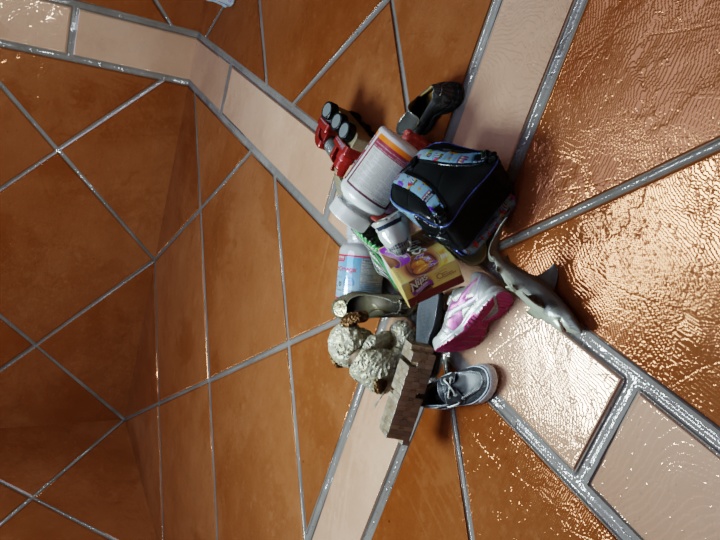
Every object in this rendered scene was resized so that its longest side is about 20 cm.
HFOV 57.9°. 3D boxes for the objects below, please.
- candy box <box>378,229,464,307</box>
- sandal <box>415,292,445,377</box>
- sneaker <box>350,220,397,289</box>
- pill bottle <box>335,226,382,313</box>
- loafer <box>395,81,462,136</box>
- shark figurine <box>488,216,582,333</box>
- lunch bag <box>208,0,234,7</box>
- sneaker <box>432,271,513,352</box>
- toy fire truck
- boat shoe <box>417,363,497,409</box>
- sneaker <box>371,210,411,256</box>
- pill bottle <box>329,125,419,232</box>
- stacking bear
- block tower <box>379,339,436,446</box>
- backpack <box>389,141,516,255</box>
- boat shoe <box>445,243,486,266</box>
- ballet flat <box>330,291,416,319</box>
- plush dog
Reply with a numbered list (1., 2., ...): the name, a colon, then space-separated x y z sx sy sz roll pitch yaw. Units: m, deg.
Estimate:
1. candy box: 0.115 -0.012 1.285 0.200 0.116 0.057 -116 1 -65
2. sandal: 0.148 0.128 1.354 0.076 0.043 0.202 -132 43 -57
3. sneaker: 0.043 -0.035 1.441 0.200 0.078 0.085 50 137 12
4. pill bottle: 0.000 0.000 1.527 0.108 0.108 0.202 6 92 57
5. loafer: 0.128 -0.345 1.389 0.200 0.072 0.073 -34 61 52
6. shark figurine: 0.286 0.008 1.086 0.089 0.215 0.128 -45 4 -3
7. lunch bag: -0.545 -1.108 2.436 0.127 0.169 0.202 2 85 54
8. sneaker: 0.202 0.080 1.237 0.200 0.081 0.089 -51 44 32
9. toy fire truck: -0.052 -0.294 1.649 0.201 0.128 0.176 -58 41 23
10. boat shoe: 0.180 0.229 1.258 0.200 0.067 0.072 -32 61 52
11. sneaker: 0.069 -0.072 1.305 0.076 0.200 0.081 -28 92 12
12. pill bottle: 0.029 -0.183 1.327 0.200 0.109 0.110 -53 42 14
13. stacking bear: 0.080 -0.208 1.423 0.121 0.114 0.201 35 111 4
14. block tower: 0.093 0.244 1.302 0.054 0.057 0.202 -148 72 -71
15. backpack: 0.162 -0.143 1.215 0.183 0.135 0.200 -51 41 -7
16. boat shoe: 0.189 -0.074 1.290 0.073 0.063 0.201 -40 50 1
17. ballet flat: 0.025 0.081 1.437 0.198 0.046 0.068 0 93 19
18. plush dog: 0.004 0.183 1.410 0.171 0.160 0.201 33 122 13
